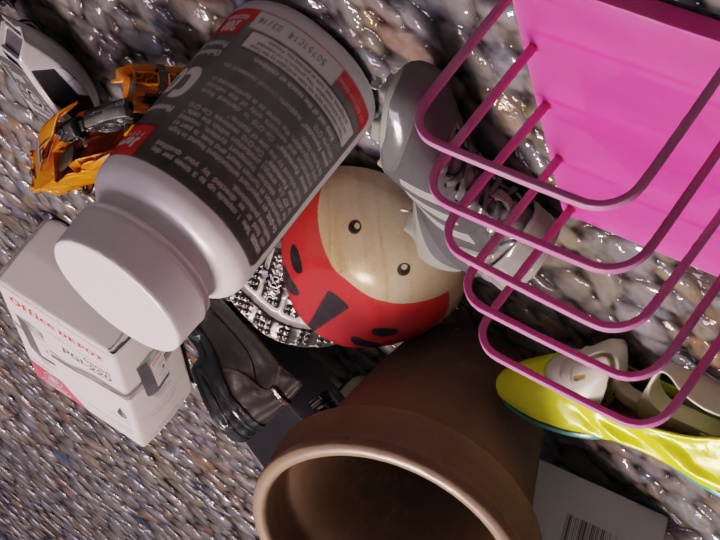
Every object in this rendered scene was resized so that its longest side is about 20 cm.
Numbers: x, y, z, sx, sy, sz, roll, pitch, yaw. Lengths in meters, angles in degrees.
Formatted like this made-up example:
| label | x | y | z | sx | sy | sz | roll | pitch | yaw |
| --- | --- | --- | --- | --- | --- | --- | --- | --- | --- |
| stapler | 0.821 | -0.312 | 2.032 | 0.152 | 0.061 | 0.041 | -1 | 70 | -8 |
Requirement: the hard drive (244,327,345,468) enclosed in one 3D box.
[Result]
| label | x | y | z | sx | sy | sz | roll | pitch | yaw |
| --- | --- | --- | --- | --- | --- | --- | --- | --- | --- |
| hard drive | -0.059 | 0.117 | 1.536 | 0.200 | 0.042 | 0.136 | 46 | 148 | 39 |

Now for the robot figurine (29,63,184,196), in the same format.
| label | x | y | z | sx | sy | sz | roll | pitch | yaw |
| --- | --- | --- | --- | --- | --- | --- | --- | --- | --- |
| robot figurine | -0.154 | -0.095 | 1.317 | 0.144 | 0.059 | 0.200 | 0 | 167 | -29 |

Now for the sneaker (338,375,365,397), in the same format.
| label | x | y | z | sx | sy | sz | roll | pitch | yaw |
| --- | --- | --- | --- | --- | --- | --- | --- | --- | --- |
| sneaker | 0.051 | 0.179 | 1.555 | 0.115 | 0.076 | 0.201 | 21 | 150 | 40 |

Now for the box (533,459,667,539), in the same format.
| label | x | y | z | sx | sy | sz | roll | pitch | yaw |
| --- | --- | --- | --- | --- | --- | --- | --- | --- | --- |
| box | 0.124 | 0.227 | 1.443 | 0.124 | 0.098 | 0.200 | 24 | 154 | -14 |

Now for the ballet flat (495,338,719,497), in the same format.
| label | x | y | z | sx | sy | sz | roll | pitch | yaw |
| --- | --- | --- | --- | --- | --- | --- | --- | --- | --- |
| ballet flat | 0.177 | 0.081 | 1.213 | 0.199 | 0.067 | 0.068 | 22 | 132 | 29 |

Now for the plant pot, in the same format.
| label | x | y | z | sx | sy | sz | roll | pitch | yaw |
| --- | --- | --- | --- | --- | --- | --- | --- | --- | --- |
| plant pot | 0.048 | 0.135 | 1.311 | 0.198 | 0.175 | 0.202 | 15 | 134 | 16 |

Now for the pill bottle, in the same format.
| label | x | y | z | sx | sy | sz | roll | pitch | yaw |
| --- | --- | --- | --- | --- | --- | --- | --- | --- | --- |
| pill bottle | -0.090 | -0.058 | 1.158 | 0.113 | 0.200 | 0.114 | 31 | 157 | 15 |

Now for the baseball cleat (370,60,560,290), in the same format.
| label | x | y | z | sx | sy | sz | roll | pitch | yaw |
| --- | --- | --- | --- | --- | --- | --- | --- | --- | --- |
| baseball cleat | 0.068 | -0.053 | 1.121 | 0.106 | 0.070 | 0.200 | 22 | 162 | 20 |

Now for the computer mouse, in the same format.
| label | x | y | z | sx | sy | sz | roll | pitch | yaw |
| --- | --- | --- | --- | --- | --- | --- | --- | --- | --- |
| computer mouse | -0.243 | -0.165 | 1.395 | 0.109 | 0.044 | 0.201 | 30 | 159 | 46 |

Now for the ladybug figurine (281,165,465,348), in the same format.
| label | x | y | z | sx | sy | sz | roll | pitch | yaw |
| --- | --- | --- | --- | --- | --- | --- | --- | --- | --- |
| ladybug figurine | 0.000 | 0.000 | 1.299 | 0.135 | 0.072 | 0.200 | 37 | 158 | 2 |

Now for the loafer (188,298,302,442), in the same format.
| label | x | y | z | sx | sy | sz | roll | pitch | yaw |
| --- | --- | --- | --- | --- | --- | --- | --- | --- | --- |
| loafer | -0.106 | 0.035 | 1.490 | 0.201 | 0.072 | 0.073 | 63 | -169 | 24 |

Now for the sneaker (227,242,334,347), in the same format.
| label | x | y | z | sx | sy | sz | roll | pitch | yaw |
| --- | --- | --- | --- | --- | --- | --- | --- | --- | --- |
| sneaker | -0.087 | -0.010 | 1.441 | 0.199 | 0.080 | 0.074 | 27 | 113 | 1 |

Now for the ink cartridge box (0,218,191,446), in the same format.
| label | x | y | z | sx | sy | sz | roll | pitch | yaw |
| --- | --- | --- | --- | --- | --- | --- | --- | --- | --- |
| ink cartridge box | -0.246 | 0.060 | 1.777 | 0.145 | 0.085 | 0.201 | 30 | 155 | 19 |

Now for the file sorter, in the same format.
| label | x | y | z | sx | sy | sz | roll | pitch | yaw |
| --- | --- | --- | --- | --- | --- | --- | --- | --- | --- |
| file sorter | 0.121 | -0.033 | 0.982 | 0.138 | 0.126 | 0.201 | 25 | 154 | 31 |
